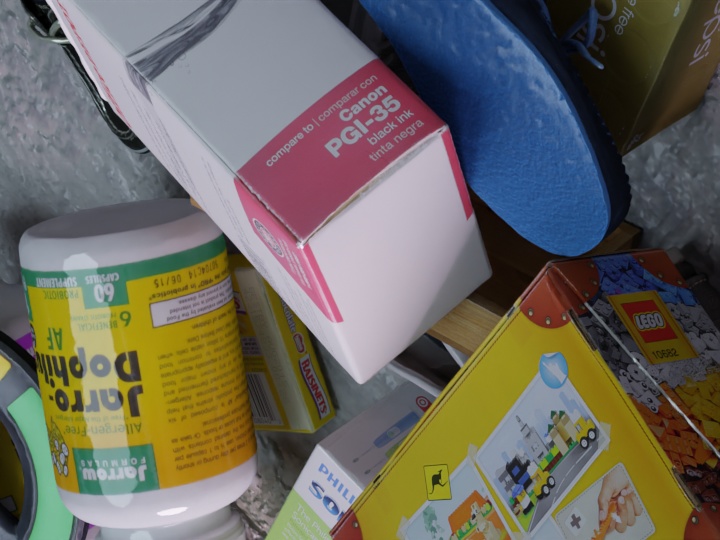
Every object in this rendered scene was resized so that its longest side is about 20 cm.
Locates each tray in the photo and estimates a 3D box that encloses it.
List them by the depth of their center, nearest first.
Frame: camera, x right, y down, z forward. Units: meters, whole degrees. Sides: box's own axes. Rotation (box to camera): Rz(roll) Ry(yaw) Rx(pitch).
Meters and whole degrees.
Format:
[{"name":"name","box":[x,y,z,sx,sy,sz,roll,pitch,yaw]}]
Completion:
[{"name":"tray","box":[0.024,-0.025,1.120,0.199,0.098,0.037,28,134,30]}]

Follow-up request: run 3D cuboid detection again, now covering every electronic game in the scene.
[{"name":"electronic game","box":[-0.246,0.114,1.329,0.199,0.042,0.201,5,108,16]}]

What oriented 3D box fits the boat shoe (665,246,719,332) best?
[{"name":"boat shoe","box":[0.111,0.069,1.119,0.057,0.067,0.200,50,136,14]}]

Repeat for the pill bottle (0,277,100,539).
[{"name":"pill bottle","box":[-0.218,0.080,1.389,0.104,0.104,0.201,-11,106,47]}]

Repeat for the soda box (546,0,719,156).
[{"name":"soda box","box":[0.132,-0.146,0.963,0.068,0.064,0.201,40,137,20]}]

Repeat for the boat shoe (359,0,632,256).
[{"name":"boat shoe","box":[0.057,-0.104,0.967,0.084,0.069,0.201,-26,96,41]}]

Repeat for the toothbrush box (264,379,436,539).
[{"name":"toothbrush box","box":[0.020,0.181,1.265,0.146,0.086,0.200,43,138,16]}]

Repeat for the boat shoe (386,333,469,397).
[{"name":"boat shoe","box":[0.000,0.000,1.184,0.199,0.065,0.074,31,133,27]}]

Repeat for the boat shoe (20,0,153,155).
[{"name":"boat shoe","box":[-0.153,-0.149,1.242,0.070,0.064,0.201,-3,113,45]}]

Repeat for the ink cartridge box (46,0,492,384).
[{"name":"ink cartridge box","box":[-0.043,-0.068,1.019,0.200,0.083,0.147,47,171,26]}]

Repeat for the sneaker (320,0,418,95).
[{"name":"sneaker","box":[0.004,-0.172,1.064,0.082,0.074,0.201,38,132,31]}]

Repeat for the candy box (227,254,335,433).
[{"name":"candy box","box":[-0.104,0.041,1.343,0.199,0.026,0.103,0,113,45]}]

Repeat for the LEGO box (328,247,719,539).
[{"name":"LEGO box","box":[0.091,0.113,1.014,0.200,0.077,0.149,-53,56,38]}]

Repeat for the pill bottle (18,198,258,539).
[{"name":"pill bottle","box":[-0.115,0.070,1.252,0.112,0.112,0.201,3,105,43]}]
